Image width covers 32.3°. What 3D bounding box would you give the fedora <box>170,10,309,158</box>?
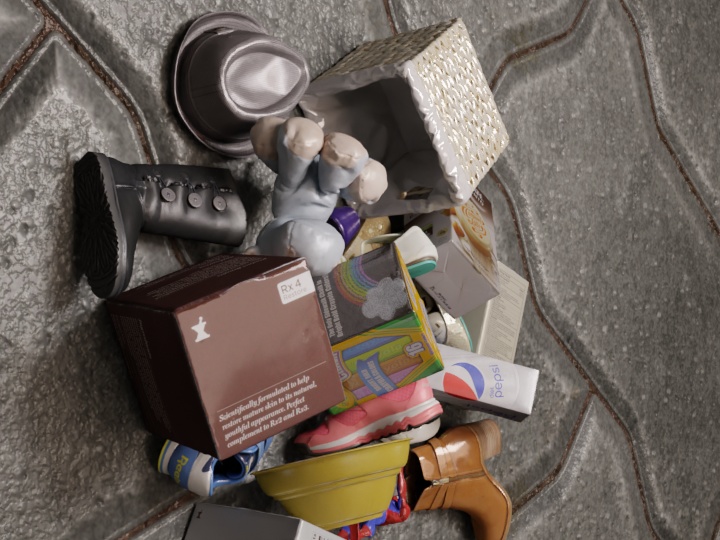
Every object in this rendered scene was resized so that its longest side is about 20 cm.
[{"bbox_3d":[-0.129,-0.227,1.489,0.199,0.090,0.179,-11,96,-46],"label":"fedora"}]

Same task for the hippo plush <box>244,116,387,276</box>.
[{"bbox_3d":[-0.083,-0.074,1.441,0.159,0.199,0.162,33,69,-35],"label":"hippo plush"}]

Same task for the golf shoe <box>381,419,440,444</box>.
[{"bbox_3d":[0.052,0.191,1.654,0.199,0.091,0.076,22,71,-44],"label":"golf shoe"}]

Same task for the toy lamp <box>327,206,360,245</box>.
[{"bbox_3d":[-0.074,-0.026,1.560,0.199,0.058,0.059,-34,112,-42],"label":"toy lamp"}]

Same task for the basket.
[{"bbox_3d":[0.062,-0.193,1.610,0.161,0.197,0.201,-44,117,-40],"label":"basket"}]

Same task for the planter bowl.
[{"bbox_3d":[-0.026,0.257,1.458,0.199,0.199,0.084,-2,76,-46],"label":"planter bowl"}]

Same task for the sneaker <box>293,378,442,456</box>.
[{"bbox_3d":[0.003,0.173,1.552,0.074,0.198,0.088,10,61,-71],"label":"sneaker"}]

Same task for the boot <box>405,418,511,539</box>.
[{"bbox_3d":[0.136,0.318,1.749,0.154,0.076,0.202,-15,112,-37],"label":"boot"}]

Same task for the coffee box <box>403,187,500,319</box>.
[{"bbox_3d":[0.121,-0.049,1.677,0.114,0.079,0.201,45,27,-30],"label":"coffee box"}]

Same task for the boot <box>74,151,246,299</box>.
[{"bbox_3d":[-0.215,-0.044,1.396,0.199,0.065,0.167,7,70,-48],"label":"boot"}]

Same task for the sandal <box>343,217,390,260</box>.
[{"bbox_3d":[0.005,0.010,1.629,0.078,0.069,0.213,42,60,-36],"label":"sandal"}]

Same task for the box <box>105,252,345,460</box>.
[{"bbox_3d":[-0.150,0.085,1.352,0.165,0.199,0.166,-22,104,-29],"label":"box"}]

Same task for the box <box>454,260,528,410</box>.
[{"bbox_3d":[0.171,0.094,1.788,0.095,0.077,0.202,32,65,-43],"label":"box"}]

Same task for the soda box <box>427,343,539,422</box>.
[{"bbox_3d":[0.135,0.145,1.676,0.198,0.068,0.064,15,74,0],"label":"soda box"}]

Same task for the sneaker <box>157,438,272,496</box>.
[{"bbox_3d":[-0.139,0.201,1.449,0.199,0.082,0.075,-29,139,-39],"label":"sneaker"}]

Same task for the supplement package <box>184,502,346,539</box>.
[{"bbox_3d":[-0.084,0.375,1.430,0.199,0.190,0.149,33,65,-39],"label":"supplement package"}]

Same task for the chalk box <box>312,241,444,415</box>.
[{"bbox_3d":[-0.019,0.080,1.499,0.124,0.198,0.125,60,11,-45],"label":"chalk box"}]

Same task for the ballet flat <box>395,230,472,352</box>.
[{"bbox_3d":[0.086,0.043,1.712,0.062,0.067,0.202,-26,90,-32],"label":"ballet flat"}]

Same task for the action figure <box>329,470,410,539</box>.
[{"bbox_3d":[0.010,0.293,1.609,0.200,0.065,0.100,7,70,-65],"label":"action figure"}]

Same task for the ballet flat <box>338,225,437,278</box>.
[{"bbox_3d":[0.000,0.000,1.569,0.069,0.198,0.070,-22,90,-83],"label":"ballet flat"}]
